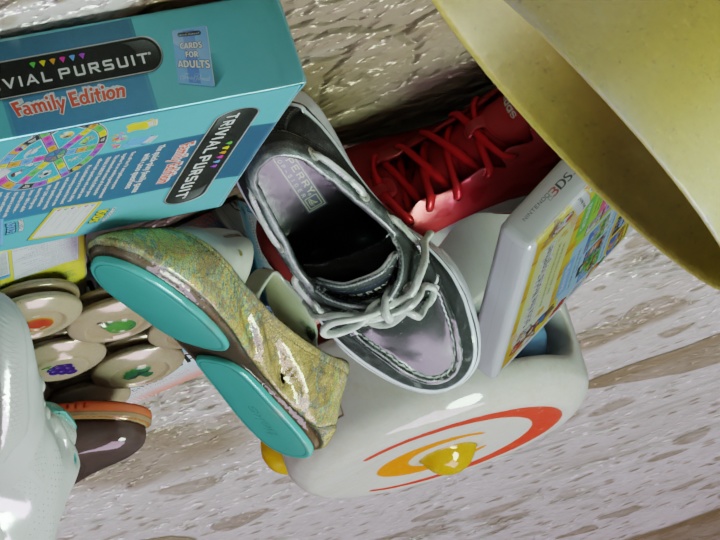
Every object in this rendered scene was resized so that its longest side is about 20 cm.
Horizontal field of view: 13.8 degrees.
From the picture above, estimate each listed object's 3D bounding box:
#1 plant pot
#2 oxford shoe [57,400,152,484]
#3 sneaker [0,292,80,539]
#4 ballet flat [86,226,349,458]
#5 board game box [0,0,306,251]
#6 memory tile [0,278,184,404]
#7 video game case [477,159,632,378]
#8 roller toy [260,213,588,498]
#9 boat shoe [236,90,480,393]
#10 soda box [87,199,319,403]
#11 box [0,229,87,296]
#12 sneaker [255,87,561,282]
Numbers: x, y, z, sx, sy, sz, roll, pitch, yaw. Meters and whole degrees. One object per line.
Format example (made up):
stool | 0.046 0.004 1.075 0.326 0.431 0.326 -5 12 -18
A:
plant pot | 0.135 -0.112 1.222 0.142 0.200 0.200 -44 165 -4
oxford shoe | -0.189 0.124 1.552 0.200 0.073 0.071 -25 157 23
sneaker | -0.171 0.079 1.452 0.088 0.075 0.200 -31 142 -38
ballet flat | -0.064 0.018 1.448 0.071 0.071 0.200 -23 139 17
board game box | -0.141 -0.056 1.306 0.199 0.047 0.151 -13 165 -22
memory tile | -0.167 0.055 1.518 0.153 0.017 0.200 5 152 -42
video game case | 0.128 -0.044 1.532 0.182 0.023 0.200 -46 168 -17
roller toy | 0.030 0.052 1.716 0.199 0.140 0.182 -17 165 -2
boat shoe | 0.002 -0.002 1.429 0.073 0.068 0.200 -28 125 5
soda box | -0.127 0.032 1.606 0.200 0.064 0.068 -24 162 20
box | -0.194 0.007 1.472 0.117 0.048 0.200 -16 162 -10
sneaker | 0.044 -0.064 1.485 0.200 0.078 0.116 -25 161 -26
